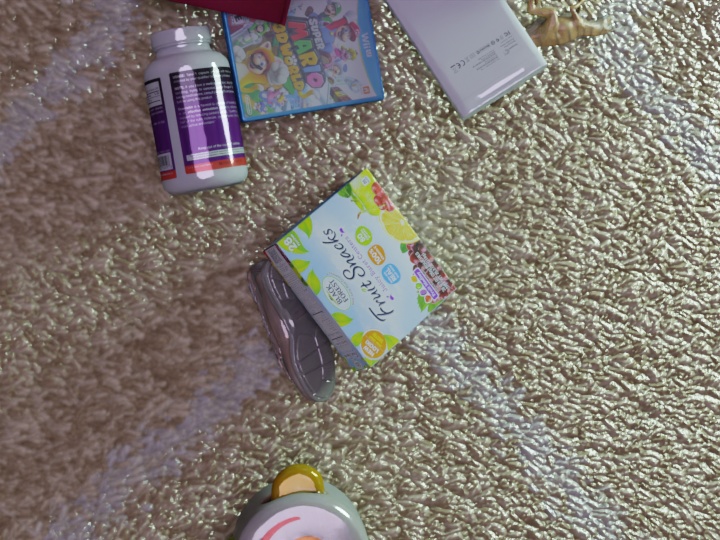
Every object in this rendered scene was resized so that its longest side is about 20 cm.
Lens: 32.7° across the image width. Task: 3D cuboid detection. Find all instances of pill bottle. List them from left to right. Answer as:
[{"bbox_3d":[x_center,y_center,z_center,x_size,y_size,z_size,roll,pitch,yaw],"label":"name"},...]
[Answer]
[{"bbox_3d":[-0.212,-0.202,1.560,0.111,0.112,0.203,-9,94,-5],"label":"pill bottle"}]

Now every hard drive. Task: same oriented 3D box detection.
[{"bbox_3d":[0.135,-0.314,1.605,0.131,0.027,0.201,-32,80,-2],"label":"hard drive"}]

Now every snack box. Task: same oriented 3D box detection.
[{"bbox_3d":[0.000,0.000,1.593,0.168,0.068,0.201,-39,95,-23],"label":"snack box"}]

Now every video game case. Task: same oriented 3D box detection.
[{"bbox_3d":[-0.073,-0.279,1.595,0.198,0.018,0.145,-12,94,-19],"label":"video game case"}]

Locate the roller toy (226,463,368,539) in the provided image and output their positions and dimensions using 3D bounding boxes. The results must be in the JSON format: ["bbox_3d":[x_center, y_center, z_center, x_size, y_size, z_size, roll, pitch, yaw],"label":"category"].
[{"bbox_3d":[-0.075,0.368,1.592,0.182,0.140,0.201,36,88,-7],"label":"roller toy"}]

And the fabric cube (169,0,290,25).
[{"bbox_3d":[-0.161,-0.443,1.487,0.197,0.196,0.203,11,71,-8],"label":"fabric cube"}]

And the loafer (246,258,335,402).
[{"bbox_3d":[-0.092,0.079,1.621,0.072,0.062,0.202,-26,99,-43],"label":"loafer"}]

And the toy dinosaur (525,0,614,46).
[{"bbox_3d":[0.244,-0.319,1.627,0.198,0.060,0.107,-18,96,-4],"label":"toy dinosaur"}]
